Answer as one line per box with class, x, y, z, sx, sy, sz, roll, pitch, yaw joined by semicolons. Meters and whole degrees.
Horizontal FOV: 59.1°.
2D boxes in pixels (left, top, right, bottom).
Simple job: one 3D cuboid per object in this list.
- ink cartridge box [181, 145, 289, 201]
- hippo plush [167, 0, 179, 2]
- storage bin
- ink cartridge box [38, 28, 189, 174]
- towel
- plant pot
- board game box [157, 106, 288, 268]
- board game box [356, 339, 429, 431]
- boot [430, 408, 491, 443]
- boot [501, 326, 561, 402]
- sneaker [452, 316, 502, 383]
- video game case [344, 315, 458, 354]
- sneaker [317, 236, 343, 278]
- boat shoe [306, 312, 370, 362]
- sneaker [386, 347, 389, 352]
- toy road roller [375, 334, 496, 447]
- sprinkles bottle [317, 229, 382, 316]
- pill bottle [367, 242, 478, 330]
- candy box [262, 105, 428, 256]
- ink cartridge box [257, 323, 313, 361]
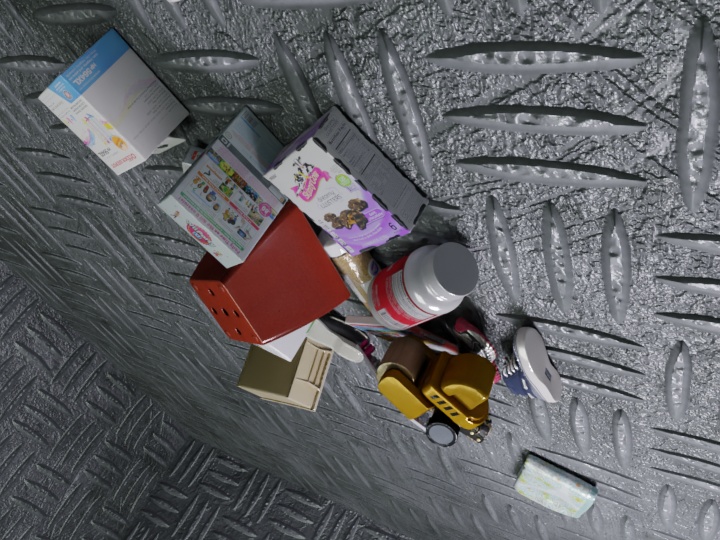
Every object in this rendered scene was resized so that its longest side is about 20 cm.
ink cartridge box;-0.226;-0.145;1.186;0.198;0.051;0.163;13;150;-2
hippo plush;-0.261;-0.375;0.718;0.160;0.160;0.200;36;151;-7
storage bin;-0.174;0.212;1.516;0.199;0.200;0.093;1;156;44
ink cartridge box;-0.400;-0.265;1.061;0.128;0.126;0.200;-7;133;49
towel;0.462;0.523;1.523;0.170;0.048;0.201;22;150;17
plant pot;-0.175;0.018;1.107;0.199;0.176;0.201;1;127;53
board game box;-0.194;-0.130;0.991;0.148;0.201;0.064;45;148;-23
board game box;0.091;0.242;1.259;0.200;0.026;0.200;44;-175;-47
boot;0.222;0.313;1.395;0.150;0.073;0.200;33;160;-2
boot;0.283;0.169;1.119;0.090;0.073;0.200;-1;139;36
sneaker;0.204;0.164;1.162;0.081;0.074;0.201;46;167;46
video game case;0.085;0.126;1.232;0.142;0.018;0.199;-1;160;45
sneaker;-0.078;-0.006;1.207;0.079;0.074;0.201;30;152;13
boat shoe;-0.068;0.128;1.416;0.199;0.061;0.074;30;138;1
sneaker;0.121;0.199;1.283;0.199;0.076;0.115;20;164;-22
toy road roller;0.141;0.187;1.095;0.200;0.123;0.146;41;127;-5
sprinkles bottle;0.000;0.000;1.141;0.068;0.069;0.200;3;141;41
pill bottle;0.100;0.025;1.035;0.112;0.113;0.200;38;151;-12
candy box;-0.026;-0.126;0.965;0.200;0.072;0.167;42;150;-18
ink cartridge box;-0.191;0.089;1.349;0.199;0.146;0.084;14;158;49
